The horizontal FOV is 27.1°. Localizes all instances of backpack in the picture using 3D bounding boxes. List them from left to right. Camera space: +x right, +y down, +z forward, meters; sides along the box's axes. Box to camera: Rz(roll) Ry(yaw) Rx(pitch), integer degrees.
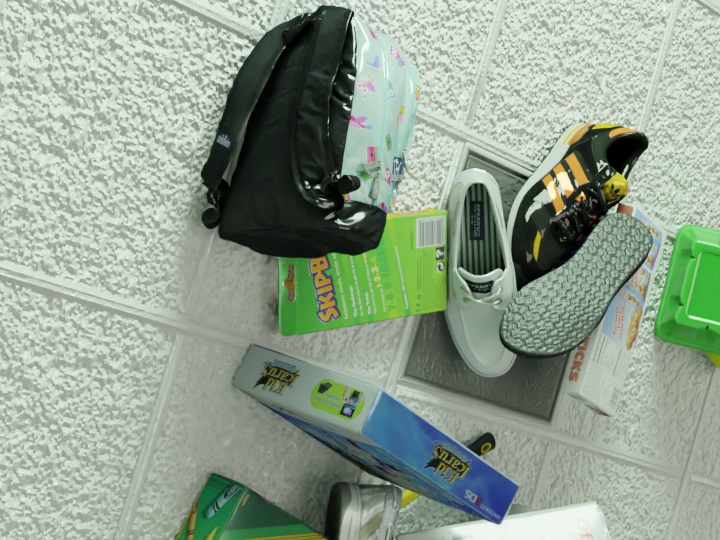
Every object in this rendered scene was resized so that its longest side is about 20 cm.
[{"bbox_3d":[-0.032,-0.114,1.245,0.126,0.166,0.202,30,66,-50],"label":"backpack"}]

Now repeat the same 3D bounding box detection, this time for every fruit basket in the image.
[{"bbox_3d":[0.434,0.044,1.658,0.214,0.215,0.157,14,90,-41],"label":"fruit basket"}]

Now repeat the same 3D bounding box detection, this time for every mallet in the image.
[{"bbox_3d":[0.060,0.199,1.449,0.199,0.041,0.066,-36,123,-35],"label":"mallet"}]

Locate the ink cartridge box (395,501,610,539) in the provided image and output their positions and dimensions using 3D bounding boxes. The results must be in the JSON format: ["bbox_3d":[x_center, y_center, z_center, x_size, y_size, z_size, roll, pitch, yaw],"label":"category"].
[{"bbox_3d":[0.138,0.309,1.381,0.198,0.149,0.086,-6,148,-8],"label":"ink cartridge box"}]

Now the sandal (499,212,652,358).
[{"bbox_3d":[0.208,0.024,1.431,0.200,0.075,0.048,-39,161,-27],"label":"sandal"}]

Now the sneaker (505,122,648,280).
[{"bbox_3d":[0.216,-0.073,1.476,0.070,0.089,0.201,54,54,-32],"label":"sneaker"}]

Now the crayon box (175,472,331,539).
[{"bbox_3d":[-0.122,0.293,1.294,0.119,0.058,0.201,38,74,-38],"label":"crayon box"}]

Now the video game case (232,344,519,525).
[{"bbox_3d":[0.012,0.143,1.299,0.200,0.180,0.046,38,76,-38],"label":"video game case"}]

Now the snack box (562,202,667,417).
[{"bbox_3d":[0.255,0.039,1.491,0.072,0.024,0.202,32,71,-44],"label":"snack box"}]

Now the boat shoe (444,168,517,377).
[{"bbox_3d":[0.110,0.006,1.418,0.073,0.067,0.202,-10,97,5],"label":"boat shoe"}]

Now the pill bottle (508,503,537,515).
[{"bbox_3d":[0.126,0.338,1.479,0.200,0.110,0.112,-45,123,-25],"label":"pill bottle"}]

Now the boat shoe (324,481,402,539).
[{"bbox_3d":[-0.001,0.289,1.367,0.064,0.074,0.204,1,106,-12],"label":"boat shoe"}]

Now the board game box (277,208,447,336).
[{"bbox_3d":[0.000,0.000,1.363,0.199,0.030,0.097,-9,103,-42],"label":"board game box"}]

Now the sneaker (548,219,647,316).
[{"bbox_3d":[0.216,0.008,1.521,0.198,0.080,0.116,-19,107,-44],"label":"sneaker"}]
